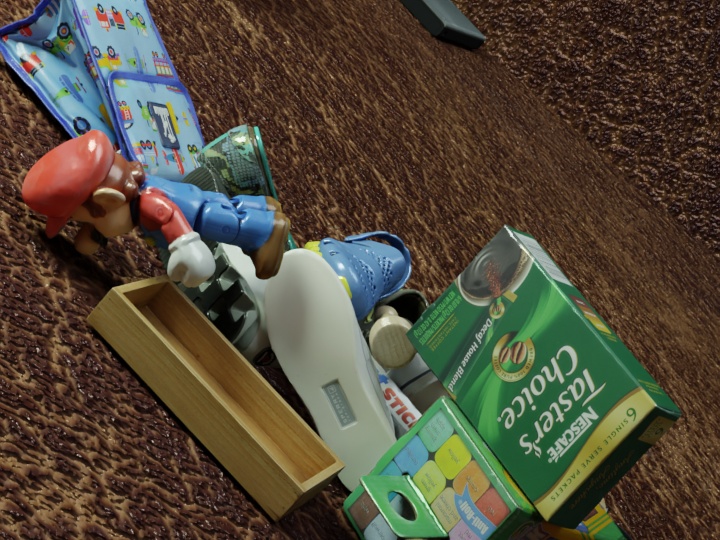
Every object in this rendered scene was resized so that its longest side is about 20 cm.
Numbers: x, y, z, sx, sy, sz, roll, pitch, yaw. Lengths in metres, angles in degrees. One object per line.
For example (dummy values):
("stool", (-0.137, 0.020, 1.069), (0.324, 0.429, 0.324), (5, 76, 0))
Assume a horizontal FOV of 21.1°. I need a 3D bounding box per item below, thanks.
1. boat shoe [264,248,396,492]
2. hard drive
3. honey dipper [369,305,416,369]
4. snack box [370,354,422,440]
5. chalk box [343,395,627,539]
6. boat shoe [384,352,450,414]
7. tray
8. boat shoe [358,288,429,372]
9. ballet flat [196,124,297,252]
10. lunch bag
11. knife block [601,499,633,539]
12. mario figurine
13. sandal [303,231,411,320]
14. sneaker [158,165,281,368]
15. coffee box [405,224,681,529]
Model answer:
("boat shoe", (-0.017, 0.078, 1.517), (0.201, 0.072, 0.069), (62, 4, -3))
("hard drive", (0.131, -0.448, 3.348), (0.140, 0.033, 0.200), (48, 16, 17))
("honey dipper", (0.023, 0.048, 1.602), (0.038, 0.038, 0.200), (41, 3, -6))
("snack box", (-0.007, 0.091, 1.586), (0.024, 0.072, 0.200), (-30, 68, -28))
("chalk box", (0.082, 0.187, 1.455), (0.199, 0.124, 0.125), (25, 23, -48))
("boat shoe", (0.065, 0.117, 1.634), (0.066, 0.071, 0.200), (61, -6, 19))
("tray", (-0.104, 0.091, 1.411), (0.200, 0.037, 0.099), (47, 16, 8))
("boat shoe", (0.024, 0.065, 1.740), (0.072, 0.060, 0.202), (42, 16, -3))
("ballet flat", (-0.090, -0.032, 1.673), (0.074, 0.074, 0.202), (-102, 174, -64))
("lunch bag", (-0.209, -0.140, 1.688), (0.201, 0.094, 0.150), (59, 18, 10))
("knife block", (0.168, 0.206, 1.638), (0.202, 0.064, 0.175), (65, 20, 8))
("mario figurine", (-0.161, -0.032, 1.467), (0.198, 0.107, 0.123), (15, -20, -16))
("sandal", (0.000, 0.000, 1.705), (0.200, 0.086, 0.080), (-75, 149, -82))
("sneaker", (-0.104, 0.004, 1.573), (0.088, 0.074, 0.201), (28, 32, -42))
("coffee box", (0.131, 0.076, 1.421), (0.044, 0.123, 0.201), (22, 26, -52))
